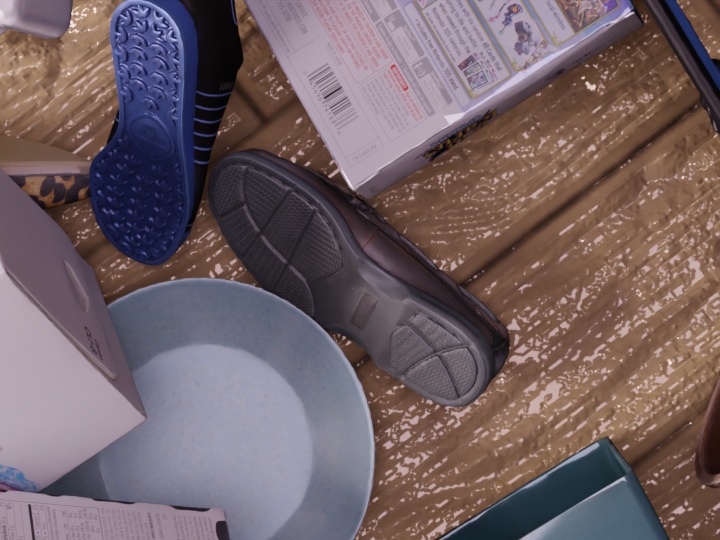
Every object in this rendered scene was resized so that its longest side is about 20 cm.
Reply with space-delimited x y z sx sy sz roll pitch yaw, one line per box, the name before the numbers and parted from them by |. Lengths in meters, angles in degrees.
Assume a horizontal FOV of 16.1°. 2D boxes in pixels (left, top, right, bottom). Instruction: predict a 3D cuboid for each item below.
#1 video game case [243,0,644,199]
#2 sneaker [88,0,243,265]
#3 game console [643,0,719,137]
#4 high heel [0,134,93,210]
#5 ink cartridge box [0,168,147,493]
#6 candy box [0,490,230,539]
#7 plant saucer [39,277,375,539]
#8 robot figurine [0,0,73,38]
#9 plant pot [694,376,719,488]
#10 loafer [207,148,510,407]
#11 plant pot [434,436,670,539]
video game case | 0.028 -0.171 1.394 0.181 0.045 0.200 -32 77 11
sneaker | -0.101 -0.091 1.421 0.070 0.200 0.078 29 48 15
game console | 0.223 -0.123 1.358 0.175 0.200 0.117 1 107 3
high heel | -0.244 -0.005 1.473 0.199 0.071 0.143 -2 111 -10
ink cartridge box | -0.246 0.052 1.385 0.200 0.145 0.145 -34 132 5
candy box | -0.184 0.204 1.376 0.199 0.072 0.168 6 125 -19
plant saucer | -0.090 0.105 1.461 0.200 0.039 0.202 0 88 2
robot figurine | -0.195 -0.234 1.437 0.169 0.113 0.201 6 89 22
plant pot | 0.316 0.077 1.373 0.198 0.200 0.201 31 90 -4
loafer | 0.000 0.000 1.457 0.200 0.063 0.072 40 122 7
plant pot | 0.135 0.220 1.401 0.141 0.141 0.200 -32 94 2
